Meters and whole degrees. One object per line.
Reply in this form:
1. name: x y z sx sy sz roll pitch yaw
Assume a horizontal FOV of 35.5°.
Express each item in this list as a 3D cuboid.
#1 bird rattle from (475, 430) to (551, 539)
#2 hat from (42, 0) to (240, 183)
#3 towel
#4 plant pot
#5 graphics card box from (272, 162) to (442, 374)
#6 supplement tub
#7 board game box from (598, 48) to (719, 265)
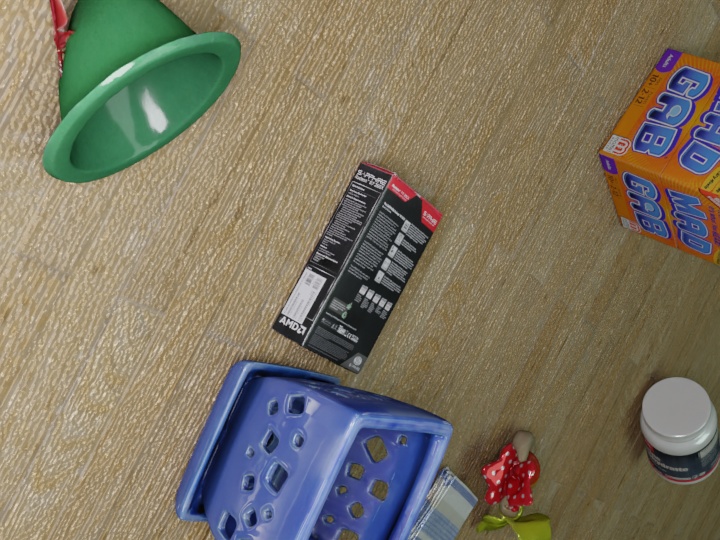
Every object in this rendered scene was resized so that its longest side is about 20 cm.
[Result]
1. bird rattle: 0.224 0.311 1.672 0.163 0.112 0.201 -67 151 -44
2. hat: -0.198 -0.190 0.824 0.165 0.176 0.200 -29 170 -44
3. towel: 0.090 0.379 1.580 0.200 0.024 0.147 -56 148 -10
4. plant pot: -0.055 0.200 1.125 0.200 0.179 0.201 19 95 -56
5. graphics card box: 0.000 0.000 1.186 0.125 0.051 0.201 32 83 -57
6. supplement tub: 0.602 0.303 2.119 0.141 0.140 0.200 -51 144 -18
7. board game box: 0.494 -0.158 1.620 0.200 0.199 0.200 -54 145 -14
